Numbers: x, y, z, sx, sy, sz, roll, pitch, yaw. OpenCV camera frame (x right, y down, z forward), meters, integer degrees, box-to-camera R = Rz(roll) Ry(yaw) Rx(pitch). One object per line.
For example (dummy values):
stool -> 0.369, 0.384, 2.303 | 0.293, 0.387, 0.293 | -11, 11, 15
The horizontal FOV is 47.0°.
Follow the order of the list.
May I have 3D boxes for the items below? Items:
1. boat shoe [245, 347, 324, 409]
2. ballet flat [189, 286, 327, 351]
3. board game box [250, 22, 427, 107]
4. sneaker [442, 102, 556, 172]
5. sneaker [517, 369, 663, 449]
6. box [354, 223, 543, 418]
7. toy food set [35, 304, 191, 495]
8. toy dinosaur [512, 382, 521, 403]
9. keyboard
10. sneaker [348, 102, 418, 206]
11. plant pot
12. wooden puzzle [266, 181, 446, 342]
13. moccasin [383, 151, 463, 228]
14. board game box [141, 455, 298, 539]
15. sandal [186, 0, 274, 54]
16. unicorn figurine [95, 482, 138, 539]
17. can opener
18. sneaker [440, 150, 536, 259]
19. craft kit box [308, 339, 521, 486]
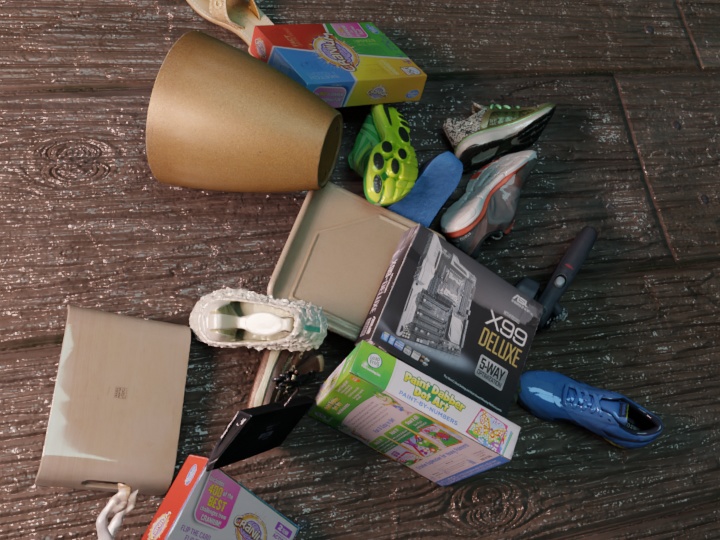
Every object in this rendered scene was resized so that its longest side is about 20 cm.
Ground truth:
boat shoe -> -0.078, 0.105, 0.993 | 0.074, 0.075, 0.205 | 21, 64, -4
ballet flat -> -0.130, 0.055, 0.941 | 0.197, 0.072, 0.073 | -1, 61, 30
board game box -> -0.030, -0.282, 1.132 | 0.197, 0.041, 0.153 | -13, 49, -34
sneaker -> 0.204, -0.222, 1.218 | 0.198, 0.077, 0.089 | -24, 68, -26
sneaker -> 0.299, 0.174, 1.081 | 0.197, 0.079, 0.067 | 23, 66, -5
box -> 0.110, 0.066, 0.988 | 0.198, 0.050, 0.160 | 32, 67, -15
toy food set -> -0.276, 0.145, 0.936 | 0.141, 0.060, 0.204 | 13, 66, -24
toy dinosaur -> 0.156, 0.075, 1.072 | 0.047, 0.088, 0.201 | -35, 101, 16
keyboard -> -0.092, 0.152, 0.889 | 0.021, 0.200, 0.128 | 40, 96, 14
sneaker -> 0.028, -0.143, 1.101 | 0.073, 0.084, 0.202 | 26, 37, -18
plant pot -> -0.127, -0.172, 0.999 | 0.197, 0.187, 0.189 | 16, 63, 10
wooden puzzle -> 0.000, 0.000, 1.023 | 0.198, 0.037, 0.187 | 27, 61, -9
moccasin -> 0.063, -0.070, 1.107 | 0.200, 0.068, 0.081 | -43, 98, -4
board game box -> -0.165, 0.320, 0.854 | 0.153, 0.040, 0.202 | 46, 58, -31
sandal -> -0.168, -0.373, 1.163 | 0.212, 0.070, 0.078 | 44, 63, 4
unicorn figurine -> -0.249, 0.298, 0.863 | 0.197, 0.074, 0.140 | 21, 75, -14
can opener -> 0.277, 0.008, 1.148 | 0.078, 0.063, 0.200 | 42, 64, 4
sneaker -> 0.190, -0.092, 1.171 | 0.200, 0.077, 0.082 | -44, 114, -24
craft kit box -> 0.052, 0.170, 0.939 | 0.195, 0.200, 0.049 | 27, 63, -6
